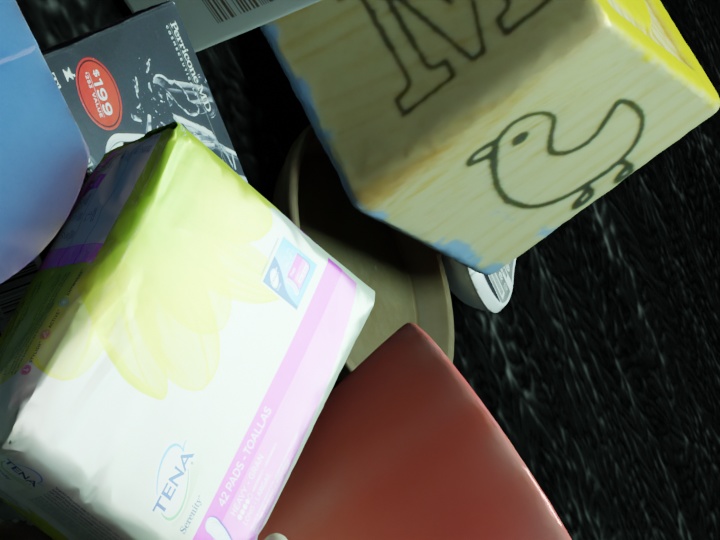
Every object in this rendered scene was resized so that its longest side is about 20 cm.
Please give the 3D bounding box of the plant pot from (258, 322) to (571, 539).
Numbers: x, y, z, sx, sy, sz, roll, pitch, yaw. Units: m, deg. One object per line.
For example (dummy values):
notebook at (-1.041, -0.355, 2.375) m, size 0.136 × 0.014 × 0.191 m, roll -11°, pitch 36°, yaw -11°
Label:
plant pot at (0.011, 0.159, 1.562) m, size 0.201 × 0.177 × 0.200 m, roll 56°, pitch -5°, yaw 8°

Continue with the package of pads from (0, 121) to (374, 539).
package of pads at (-0.096, 0.047, 1.396) m, size 0.154 × 0.068 × 0.201 m, roll 40°, pitch 58°, yaw -26°

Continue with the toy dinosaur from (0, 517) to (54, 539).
toy dinosaur at (-0.161, 0.193, 1.368) m, size 0.102 × 0.077 × 0.201 m, roll -20°, pitch 84°, yaw -48°

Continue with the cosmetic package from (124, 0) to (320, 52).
cosmetic package at (-0.072, -0.266, 1.745) m, size 0.167 × 0.167 × 0.200 m, roll 55°, pitch 30°, yaw -26°

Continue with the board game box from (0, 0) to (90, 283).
board game box at (-0.227, -0.076, 1.389) m, size 0.157 × 0.039 × 0.201 m, roll -25°, pitch 86°, yaw -27°

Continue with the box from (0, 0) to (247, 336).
box at (-0.140, -0.020, 1.525) m, size 0.201 × 0.104 × 0.182 m, roll 68°, pitch 25°, yaw -7°

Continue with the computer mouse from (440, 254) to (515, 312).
computer mouse at (0.081, -0.033, 2.028) m, size 0.200 × 0.044 × 0.110 m, roll -67°, pitch 137°, yaw -61°

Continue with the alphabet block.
alphabet block at (0.078, -0.146, 1.859) m, size 0.195 × 0.200 × 0.197 m, roll 23°, pitch 34°, yaw -58°

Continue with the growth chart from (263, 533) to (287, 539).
growth chart at (-0.054, 0.195, 1.459) m, size 0.018 × 0.200 × 0.145 m, roll -35°, pitch 101°, yaw -31°

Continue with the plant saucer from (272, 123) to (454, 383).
plant saucer at (0.000, 0.000, 1.863) m, size 0.200 × 0.029 × 0.201 m, roll 41°, pitch 38°, yaw -44°
